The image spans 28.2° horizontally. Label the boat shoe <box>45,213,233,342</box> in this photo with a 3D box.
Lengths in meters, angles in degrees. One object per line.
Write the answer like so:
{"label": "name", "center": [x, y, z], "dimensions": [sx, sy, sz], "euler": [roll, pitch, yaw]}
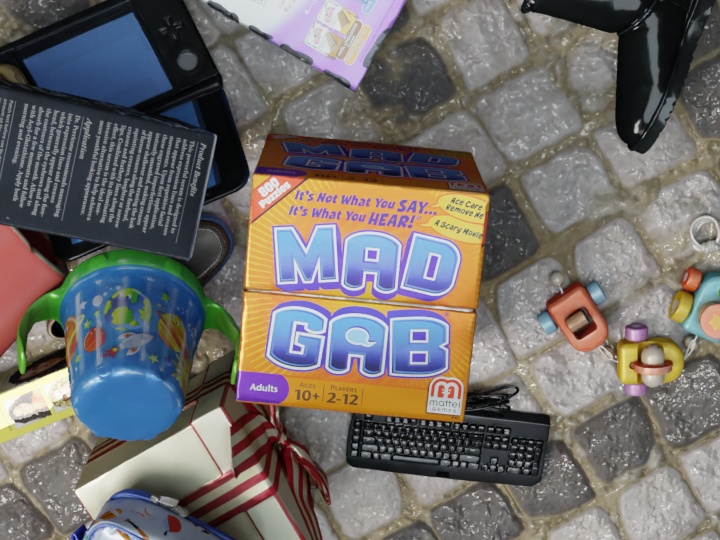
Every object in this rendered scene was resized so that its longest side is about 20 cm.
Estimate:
{"label": "boat shoe", "center": [-0.208, 0.017, 1.360], "dimensions": [0.199, 0.072, 0.073], "euler": [-31, 103, 8]}

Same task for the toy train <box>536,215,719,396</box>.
{"label": "toy train", "center": [0.278, 0.041, 1.372], "dimensions": [0.199, 0.056, 0.151], "euler": [-28, 103, 8]}

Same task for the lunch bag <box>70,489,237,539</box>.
{"label": "lunch bag", "center": [-0.188, 0.291, 1.262], "dimensions": [0.159, 0.076, 0.201], "euler": [25, 117, 4]}

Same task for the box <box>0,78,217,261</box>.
{"label": "box", "center": [-0.237, -0.088, 1.180], "dimensions": [0.198, 0.148, 0.108], "euler": [11, 96, -23]}

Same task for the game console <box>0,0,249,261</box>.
{"label": "game console", "center": [-0.223, -0.135, 1.292], "dimensions": [0.199, 0.119, 0.171], "euler": [-23, 125, 5]}

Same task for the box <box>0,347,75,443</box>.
{"label": "box", "center": [-0.334, 0.127, 1.391], "dimensions": [0.199, 0.075, 0.050], "euler": [-23, 106, 5]}

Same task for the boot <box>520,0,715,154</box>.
{"label": "boot", "center": [0.223, -0.224, 1.295], "dimensions": [0.161, 0.073, 0.200], "euler": [20, 97, -7]}

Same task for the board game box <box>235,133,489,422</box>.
{"label": "board game box", "center": [0.000, 0.000, 1.288], "dimensions": [0.198, 0.200, 0.202], "euler": [5, 105, -1]}

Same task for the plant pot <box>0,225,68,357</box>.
{"label": "plant pot", "center": [-0.378, 0.006, 1.308], "dimensions": [0.177, 0.200, 0.201], "euler": [-40, 101, 0]}

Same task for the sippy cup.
{"label": "sippy cup", "center": [-0.203, 0.074, 1.270], "dimensions": [0.177, 0.131, 0.140], "euler": [-22, 133, 15]}

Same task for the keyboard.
{"label": "keyboard", "center": [0.087, 0.162, 1.414], "dimensions": [0.198, 0.040, 0.105], "euler": [5, 105, -2]}

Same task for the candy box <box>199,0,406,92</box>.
{"label": "candy box", "center": [-0.049, -0.285, 1.281], "dimensions": [0.199, 0.072, 0.168], "euler": [30, 103, -8]}

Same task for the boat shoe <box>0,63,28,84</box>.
{"label": "boat shoe", "center": [-0.387, -0.142, 1.288], "dimensions": [0.199, 0.067, 0.073], "euler": [-7, 101, 33]}

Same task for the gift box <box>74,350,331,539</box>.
{"label": "gift box", "center": [-0.137, 0.207, 1.349], "dimensions": [0.186, 0.200, 0.185], "euler": [-30, 108, 6]}
